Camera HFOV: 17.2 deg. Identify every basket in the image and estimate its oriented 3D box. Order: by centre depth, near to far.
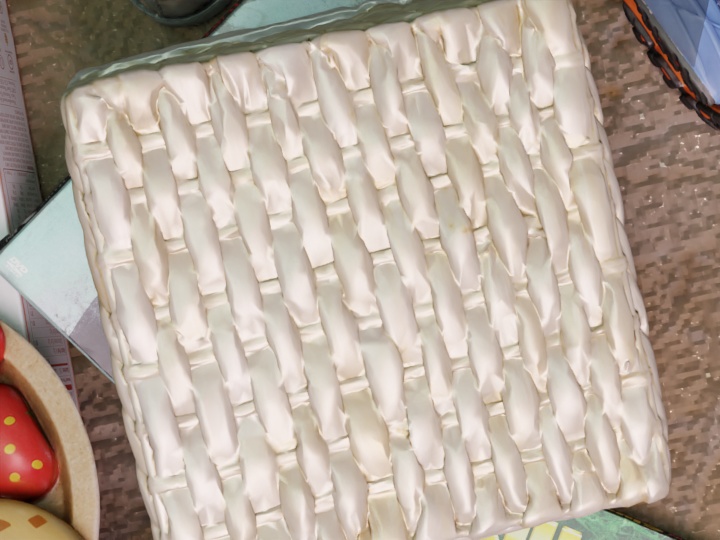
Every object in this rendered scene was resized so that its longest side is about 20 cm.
[{"bbox_3d":[0.000,0.000,0.881,0.197,0.161,0.201,-12,94,-3],"label":"basket"}]

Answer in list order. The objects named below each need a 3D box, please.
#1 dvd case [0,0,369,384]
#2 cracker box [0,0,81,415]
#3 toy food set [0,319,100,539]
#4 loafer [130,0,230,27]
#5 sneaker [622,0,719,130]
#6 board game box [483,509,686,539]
[{"bbox_3d":[-0.031,-0.026,0.966,0.200,0.022,0.146,-45,97,-2],"label":"dvd case"},{"bbox_3d":[-0.204,-0.016,1.008,0.133,0.058,0.201,-11,87,11],"label":"cracker box"},{"bbox_3d":[-0.199,0.103,0.933,0.197,0.049,0.201,-13,75,7],"label":"toy food set"},{"bbox_3d":[-0.118,-0.192,0.991,0.072,0.063,0.200,-35,84,9],"label":"loafer"},{"bbox_3d":[0.120,-0.152,0.950,0.078,0.075,0.200,-34,92,0],"label":"sneaker"},{"bbox_3d":[0.065,0.137,0.975,0.199,0.023,0.105,21,91,10],"label":"board game box"}]
